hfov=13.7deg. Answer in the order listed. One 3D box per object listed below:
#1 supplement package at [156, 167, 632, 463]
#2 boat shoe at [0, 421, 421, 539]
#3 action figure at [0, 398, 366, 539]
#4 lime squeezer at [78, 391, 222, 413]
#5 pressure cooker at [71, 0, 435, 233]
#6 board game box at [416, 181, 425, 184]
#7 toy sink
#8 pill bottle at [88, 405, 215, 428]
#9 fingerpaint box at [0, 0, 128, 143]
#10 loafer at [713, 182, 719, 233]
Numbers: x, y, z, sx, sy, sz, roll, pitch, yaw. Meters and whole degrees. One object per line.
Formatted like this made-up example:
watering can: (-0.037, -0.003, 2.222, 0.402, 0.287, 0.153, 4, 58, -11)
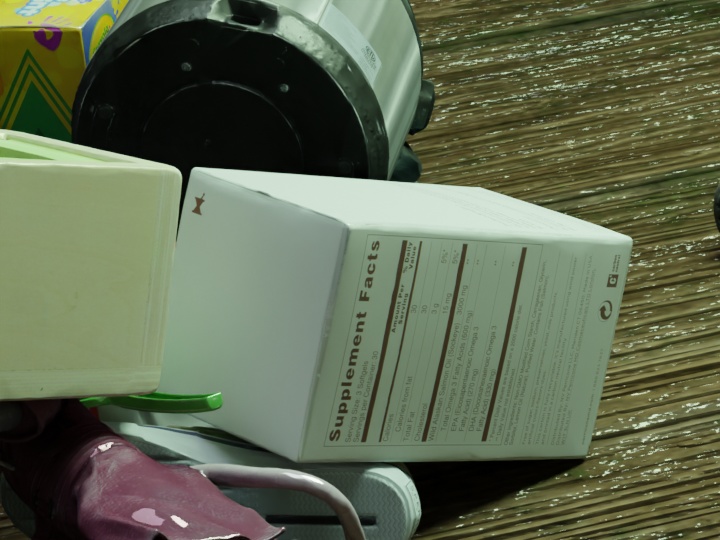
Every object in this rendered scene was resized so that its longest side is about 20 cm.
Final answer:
supplement package: (0.016, 0.022, 1.450, 0.199, 0.118, 0.117, 3, 13, -43)
boat shoe: (-0.070, 0.109, 1.424, 0.199, 0.072, 0.062, 6, 9, 4)
action figure: (-0.116, 0.091, 1.341, 0.149, 0.134, 0.200, -37, 53, -23)
lime squeezer: (-0.127, 0.035, 1.410, 0.038, 0.071, 0.200, 0, 31, -45)
pressure cooker: (-0.053, -0.098, 1.627, 0.178, 0.177, 0.200, 2, 28, 10)
board game box: (0.000, 0.000, 1.669, 0.151, 0.047, 0.200, -25, 30, -37)
toy sink: (-0.197, -0.010, 1.312, 0.199, 0.113, 0.130, 0, 10, -43)
pill bottle: (-0.162, 0.033, 1.537, 0.199, 0.120, 0.119, 11, 28, 35)
fingerpaint box: (-0.158, -0.100, 1.787, 0.073, 0.168, 0.200, 1, 25, 15)
loafer: (0.301, -0.047, 1.676, 0.199, 0.073, 0.071, 4, 24, 20)
